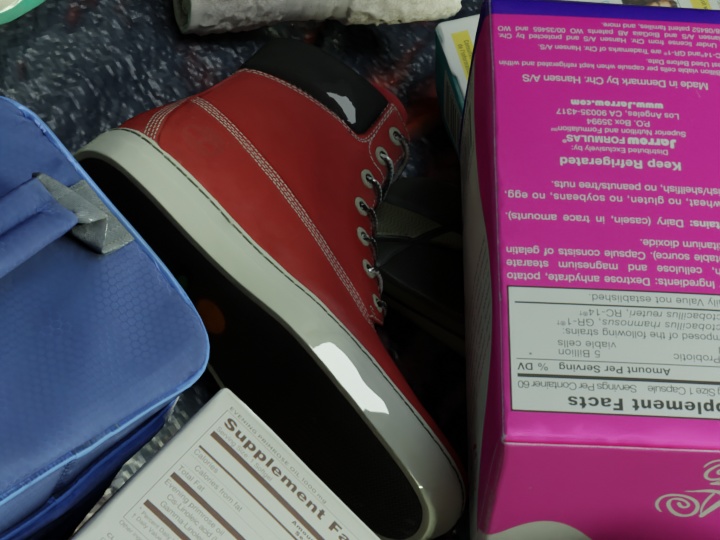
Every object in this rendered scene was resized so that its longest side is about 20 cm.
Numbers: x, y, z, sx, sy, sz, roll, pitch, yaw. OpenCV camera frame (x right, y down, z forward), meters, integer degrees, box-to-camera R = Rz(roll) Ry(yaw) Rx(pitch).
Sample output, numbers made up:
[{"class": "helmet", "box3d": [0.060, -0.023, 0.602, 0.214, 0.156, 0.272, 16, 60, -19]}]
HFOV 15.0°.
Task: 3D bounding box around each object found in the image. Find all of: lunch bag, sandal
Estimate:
[{"class": "lunch bag", "box3d": [-0.145, 0.035, 0.888, 0.136, 0.132, 0.200, 48, 43, 5]}, {"class": "sandal", "box3d": [0.077, 0.037, 1.114, 0.201, 0.057, 0.080, 39, 52, 17]}]

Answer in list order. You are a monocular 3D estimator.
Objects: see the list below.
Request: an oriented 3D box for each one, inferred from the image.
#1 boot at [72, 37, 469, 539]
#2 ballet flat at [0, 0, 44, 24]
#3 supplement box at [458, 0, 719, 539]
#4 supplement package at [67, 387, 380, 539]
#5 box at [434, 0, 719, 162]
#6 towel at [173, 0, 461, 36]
[{"class": "boot", "box3d": [0.000, 0.000, 1.060, 0.144, 0.072, 0.200, -32, 77, -39]}, {"class": "ballet flat", "box3d": [-0.175, -0.118, 1.027, 0.199, 0.070, 0.068, -8, 100, -39]}, {"class": "supplement box", "box3d": [0.091, 0.007, 1.035, 0.103, 0.101, 0.201, 3, 57, -3]}, {"class": "supplement package", "box3d": [-0.080, 0.150, 0.860, 0.110, 0.114, 0.200, 44, 41, 0]}, {"class": "box", "box3d": [0.137, -0.083, 1.182, 0.199, 0.049, 0.083, -13, 55, -7]}, {"class": "towel", "box3d": [-0.012, -0.199, 1.139, 0.132, 0.201, 0.034, -4, 16, -21]}]
